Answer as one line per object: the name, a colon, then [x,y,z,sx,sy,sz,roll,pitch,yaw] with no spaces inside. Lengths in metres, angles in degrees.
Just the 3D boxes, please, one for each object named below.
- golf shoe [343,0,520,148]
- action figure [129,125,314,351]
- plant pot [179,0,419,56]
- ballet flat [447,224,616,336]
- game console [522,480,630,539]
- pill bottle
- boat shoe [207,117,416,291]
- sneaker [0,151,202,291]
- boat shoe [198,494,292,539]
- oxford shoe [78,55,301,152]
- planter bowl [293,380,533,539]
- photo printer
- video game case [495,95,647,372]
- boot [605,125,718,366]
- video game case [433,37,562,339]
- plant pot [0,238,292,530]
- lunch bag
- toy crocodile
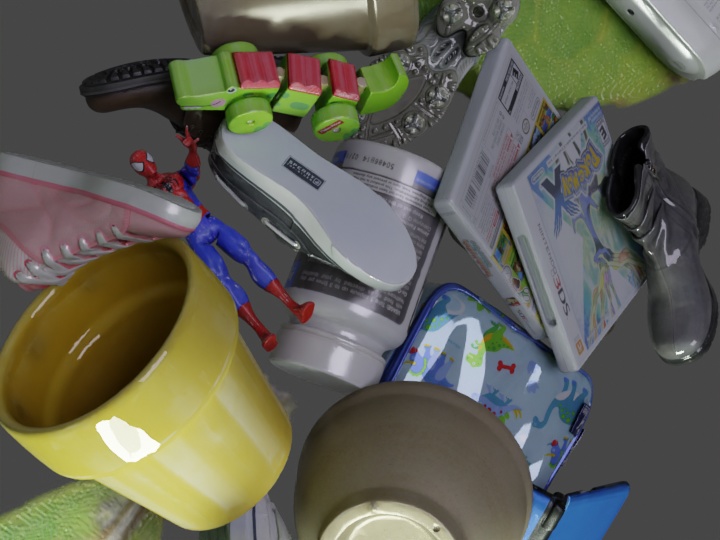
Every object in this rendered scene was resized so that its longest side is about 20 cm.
golf shoe: [0.061,-0.181,1.790,0.200,0.097,0.078,-42,95,8]
action figure: [-0.122,-0.034,1.653,0.065,0.099,0.200,-40,75,-15]
plant pot: [-0.064,-0.256,1.677,0.173,0.200,0.200,-17,97,-10]
ballet flat: [0.162,0.000,1.853,0.200,0.046,0.067,39,74,-21]
game console: [0.115,0.246,1.790,0.170,0.118,0.200,28,113,3]
pill bottle: [0.000,0.000,1.735,0.114,0.114,0.200,25,78,-24]
boat shoe: [-0.043,-0.046,1.665,0.200,0.068,0.072,37,53,3]
sneaker: [-0.215,-0.026,1.598,0.075,0.200,0.105,13,91,-59]
boat shoe: [-0.088,0.230,1.664,0.067,0.074,0.200,19,38,-20]
oxford shoe: [-0.136,-0.136,1.694,0.200,0.073,0.085,-2,101,-22]
planter bowl: [0.033,0.207,1.652,0.200,0.135,0.201,4,112,10]
photo printer: [0.304,-0.291,1.914,0.200,0.069,0.167,43,72,-20]
video game case: [0.195,-0.035,1.817,0.200,0.022,0.183,-45,120,-51]
boot: [0.264,-0.022,1.849,0.132,0.070,0.200,41,39,-43]
video game case: [0.140,-0.072,1.788,0.182,0.023,0.200,51,43,-35]
plant pot: [-0.158,0.102,1.622,0.201,0.201,0.189,-55,127,-17]
lunch bag: [0.098,0.119,1.802,0.200,0.082,0.161,37,77,-20]
toy crocodile: [-0.057,-0.150,1.642,0.200,0.062,0.068,2,62,-24]
